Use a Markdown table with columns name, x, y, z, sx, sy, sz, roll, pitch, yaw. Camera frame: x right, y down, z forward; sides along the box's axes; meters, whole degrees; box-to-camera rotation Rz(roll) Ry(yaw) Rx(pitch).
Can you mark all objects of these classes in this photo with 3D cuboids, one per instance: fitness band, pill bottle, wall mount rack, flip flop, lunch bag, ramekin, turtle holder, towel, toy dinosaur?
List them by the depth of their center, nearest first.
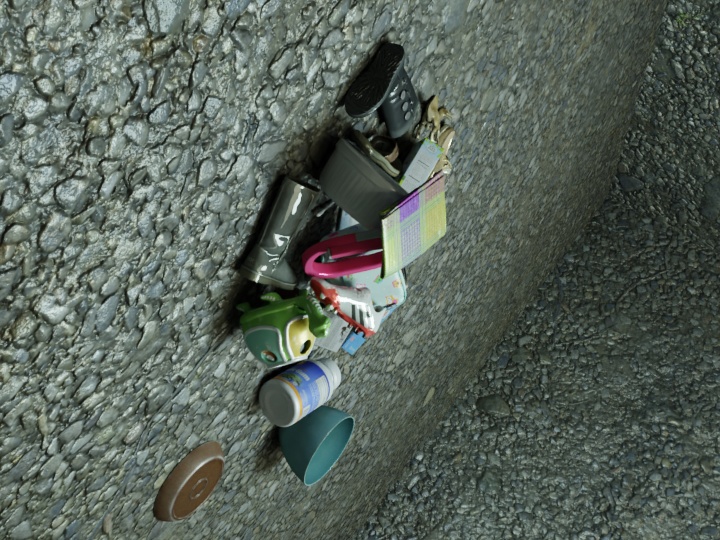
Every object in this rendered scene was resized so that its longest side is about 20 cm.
| name | x | y | z | sx | sy | sz | roll | pitch | yaw |
| --- | --- | --- | --- | --- | --- | --- | --- | --- | --- |
| towel | 0.097 | -0.085 | 1.492 | 0.200 | 0.023 | 0.145 | -38 | 137 | -37 |
| fitness band | -0.011 | -0.028 | 1.538 | 0.198 | 0.038 | 0.144 | -11 | 161 | -6 |
| ramekin | 0.010 | -0.150 | 1.546 | 0.094 | 0.202 | 0.202 | -49 | 159 | 9 |
| turtle holder | -0.135 | 0.108 | 1.550 | 0.184 | 0.133 | 0.141 | -16 | 173 | 10 |
| flip flop | 0.043 | -0.243 | 1.637 | 0.058 | 0.081 | 0.200 | -48 | 154 | 9 |
| lunch bag | 0.001 | 0.008 | 1.674 | 0.159 | 0.077 | 0.201 | -19 | 122 | -3 |
| wall mount rack | -0.027 | -0.097 | 1.696 | 0.172 | 0.075 | 0.201 | -7 | 133 | -21 |
| toy dinosaur | 0.154 | -0.336 | 1.811 | 0.200 | 0.058 | 0.102 | -7 | 111 | -73 |
| pill bottle | -0.133 | 0.271 | 1.890 | 0.200 | 0.112 | 0.113 | -26 | 142 | -54 |

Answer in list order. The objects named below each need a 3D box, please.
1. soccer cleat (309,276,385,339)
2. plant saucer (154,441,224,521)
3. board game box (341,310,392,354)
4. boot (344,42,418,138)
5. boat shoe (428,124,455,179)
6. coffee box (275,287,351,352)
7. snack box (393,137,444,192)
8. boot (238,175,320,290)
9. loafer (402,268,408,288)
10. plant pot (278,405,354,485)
| name | x | y | z | sx | sy | sz | roll | pitch | yaw |
| --- | --- | --- | --- | --- | --- | --- | --- | --- | --- |
| soccer cleat | -0.024 | 0.056 | 1.608 | 0.200 | 0.068 | 0.086 | 43 | 76 | -36 |
| plant saucer | -0.358 | 0.461 | 1.761 | 0.200 | 0.034 | 0.201 | -47 | 156 | -28 |
| board game box | 0.013 | 0.086 | 1.875 | 0.151 | 0.037 | 0.200 | -48 | -163 | 16 |
| boot | 0.045 | -0.316 | 1.578 | 0.165 | 0.065 | 0.200 | -53 | 162 | -10 |
| boat shoe | 0.182 | -0.245 | 1.942 | 0.074 | 0.069 | 0.201 | -6 | 124 | -63 |
| coffee box | -0.106 | 0.100 | 1.722 | 0.080 | 0.113 | 0.200 | -57 | 157 | -1 |
| snack box | 0.112 | -0.207 | 1.762 | 0.143 | 0.053 | 0.200 | -58 | -175 | 2 |
| boot | -0.133 | -0.068 | 1.520 | 0.201 | 0.072 | 0.182 | -67 | 160 | 3 |
| loafer | 0.072 | -0.035 | 1.857 | 0.072 | 0.062 | 0.201 | 127 | -29 | -45 |
| plant pot | -0.127 | 0.415 | 2.056 | 0.200 | 0.134 | 0.201 | -46 | 156 | -28 |
